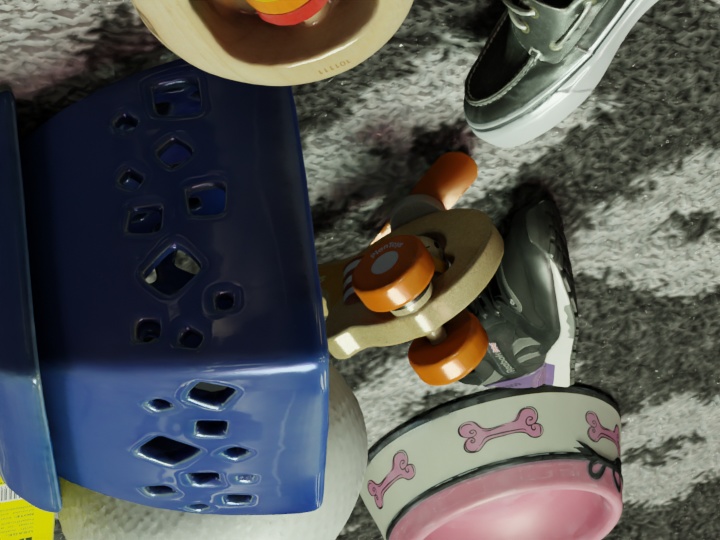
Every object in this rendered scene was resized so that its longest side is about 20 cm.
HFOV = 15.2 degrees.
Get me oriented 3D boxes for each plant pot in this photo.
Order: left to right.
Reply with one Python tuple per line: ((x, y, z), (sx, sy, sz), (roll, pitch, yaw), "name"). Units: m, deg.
((-0.116, 0.014, 1.434), (0.178, 0.201, 0.200), (-5, 152, -5), "plant pot")

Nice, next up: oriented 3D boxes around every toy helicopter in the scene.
((0.000, 0.000, 1.575), (0.199, 0.133, 0.079), (-9, 130, 40), "toy helicopter")

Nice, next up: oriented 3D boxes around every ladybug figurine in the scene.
((-0.046, -0.159, 1.274), (0.135, 0.072, 0.200), (-20, 152, 7), "ladybug figurine")

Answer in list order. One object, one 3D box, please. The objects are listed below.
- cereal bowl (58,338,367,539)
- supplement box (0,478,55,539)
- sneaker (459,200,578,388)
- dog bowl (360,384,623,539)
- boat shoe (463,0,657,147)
((-0.099, 0.106, 1.615), (0.199, 0.201, 0.083), (-20, 136, 10), "cereal bowl")
((-0.247, 0.116, 1.641), (0.109, 0.109, 0.200), (-8, 151, -13), "supplement box")
((0.089, 0.027, 1.687), (0.087, 0.076, 0.200), (-8, 152, 0), "sneaker")
((0.101, 0.161, 1.935), (0.199, 0.074, 0.200), (-11, 152, -6), "dog bowl")
((0.105, -0.146, 1.393), (0.071, 0.072, 0.200), (18, 129, -33), "boat shoe")
